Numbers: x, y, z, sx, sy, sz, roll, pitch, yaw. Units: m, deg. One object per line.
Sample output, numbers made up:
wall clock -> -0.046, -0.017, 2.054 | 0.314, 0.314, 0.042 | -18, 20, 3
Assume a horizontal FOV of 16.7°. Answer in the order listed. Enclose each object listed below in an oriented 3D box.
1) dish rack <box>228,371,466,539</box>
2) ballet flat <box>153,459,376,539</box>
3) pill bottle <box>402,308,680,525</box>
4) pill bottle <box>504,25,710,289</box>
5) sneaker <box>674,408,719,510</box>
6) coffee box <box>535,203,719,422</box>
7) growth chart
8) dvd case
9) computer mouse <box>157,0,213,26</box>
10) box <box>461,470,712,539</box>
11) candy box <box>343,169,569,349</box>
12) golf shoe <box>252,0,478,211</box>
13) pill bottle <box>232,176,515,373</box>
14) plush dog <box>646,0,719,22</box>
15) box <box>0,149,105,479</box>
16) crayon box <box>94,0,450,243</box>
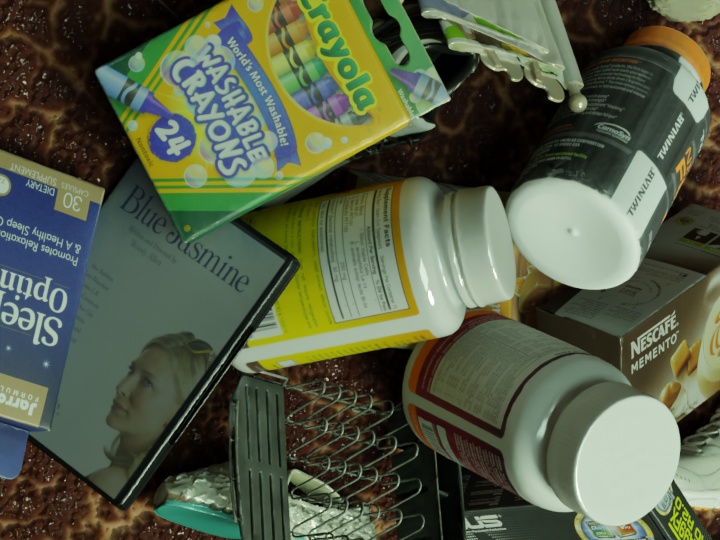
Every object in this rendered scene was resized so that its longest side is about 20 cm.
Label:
dish rack -> -0.011, 0.146, 1.732 | 0.199, 0.054, 0.155 | 18, 59, -44
ballet flat -> -0.067, 0.169, 1.760 | 0.199, 0.072, 0.072 | 26, 91, -36
pill bottle -> 0.124, 0.102, 1.692 | 0.109, 0.200, 0.110 | -10, 110, -31
pill bottle -> 0.187, -0.089, 1.766 | 0.107, 0.106, 0.200 | 59, 45, -30
sneaker -> 0.288, 0.139, 1.958 | 0.199, 0.075, 0.093 | 1, 98, -39
coffee box -> 0.220, 0.045, 1.832 | 0.200, 0.079, 0.115 | -31, 128, -41
growth chart -> 0.079, -0.192, 1.694 | 0.199, 0.146, 0.018 | 25, 134, -36
dvd case -> -0.150, 0.038, 1.620 | 0.201, 0.142, 0.018 | -54, 156, -5
computer mouse -> -0.121, -0.170, 1.618 | 0.059, 0.034, 0.200 | -46, 117, -3
box -> 0.162, 0.210, 1.826 | 0.161, 0.199, 0.044 | 55, 42, -33
candy box -> 0.072, -0.001, 1.784 | 0.199, 0.055, 0.116 | 6, 102, -33
golf shoe -> -0.005, -0.109, 1.681 | 0.200, 0.094, 0.078 | -43, 123, -11
pill bottle -> 0.000, 0.000, 1.654 | 0.198, 0.109, 0.110 | -11, 117, 15
plush dog -> 0.230, -0.290, 1.748 | 0.199, 0.160, 0.173 | 16, 73, -33
box -> -0.241, 0.025, 1.580 | 0.121, 0.032, 0.202 | 20, 76, -35
crayon box -> -0.055, -0.119, 1.588 | 0.199, 0.052, 0.126 | -28, 91, -1
